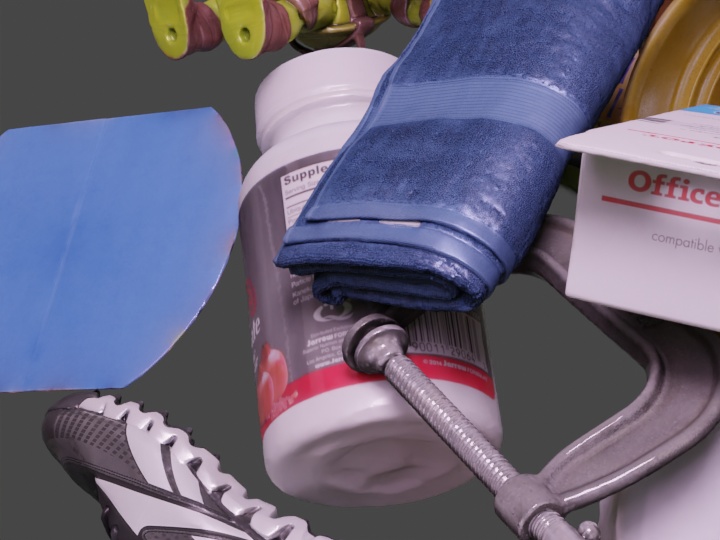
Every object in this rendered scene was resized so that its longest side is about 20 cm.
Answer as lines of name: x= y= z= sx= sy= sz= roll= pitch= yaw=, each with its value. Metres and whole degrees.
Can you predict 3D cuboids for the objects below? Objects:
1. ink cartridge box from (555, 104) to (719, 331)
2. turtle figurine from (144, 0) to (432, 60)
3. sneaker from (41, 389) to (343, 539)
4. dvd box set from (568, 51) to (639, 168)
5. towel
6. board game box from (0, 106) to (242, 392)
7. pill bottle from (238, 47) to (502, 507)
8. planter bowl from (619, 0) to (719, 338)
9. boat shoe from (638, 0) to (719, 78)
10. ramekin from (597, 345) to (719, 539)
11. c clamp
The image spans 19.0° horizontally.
ink cartridge box: x=0.154 y=-0.018 z=0.842 sx=0.115 sy=0.200 sz=0.067 roll=13 pitch=103 yaw=24
turtle figurine: x=-0.029 y=-0.138 z=1.085 sx=0.199 sy=0.065 sz=0.161 roll=24 pitch=29 yaw=37
sneaker: x=-0.088 y=0.128 z=0.992 sx=0.200 sy=0.067 sz=0.091 roll=31 pitch=62 yaw=26
dvd box set: x=0.141 y=-0.142 z=1.081 sx=0.146 sy=0.029 sz=0.201 roll=20 pitch=72 yaw=25
towel: x=0.051 y=-0.068 z=0.936 sx=0.111 sy=0.049 sz=0.200 roll=3 pitch=48 yaw=39
board game box: x=-0.139 y=-0.001 z=1.092 sx=0.199 sy=0.039 sz=0.159 roll=-4 pitch=59 yaw=29
pill bottle: x=0.000 y=0.000 z=1.009 sx=0.110 sy=0.111 sz=0.201 roll=-13 pitch=61 yaw=11
planter bowl: x=0.222 y=-0.054 z=0.962 sx=0.199 sy=0.083 sz=0.202 roll=4 pitch=98 yaw=26
boat shoe: x=0.215 y=-0.156 z=1.015 sx=0.200 sy=0.068 sz=0.072 roll=-39 pitch=85 yaw=-15
ramekin: x=0.188 y=0.109 z=0.875 sx=0.201 sy=0.094 sz=0.204 roll=-4 pitch=80 yaw=24
c clamp: x=0.056 y=0.049 z=0.867 sx=0.170 sy=0.027 sz=0.200 roll=-29 pitch=39 yaw=-6
